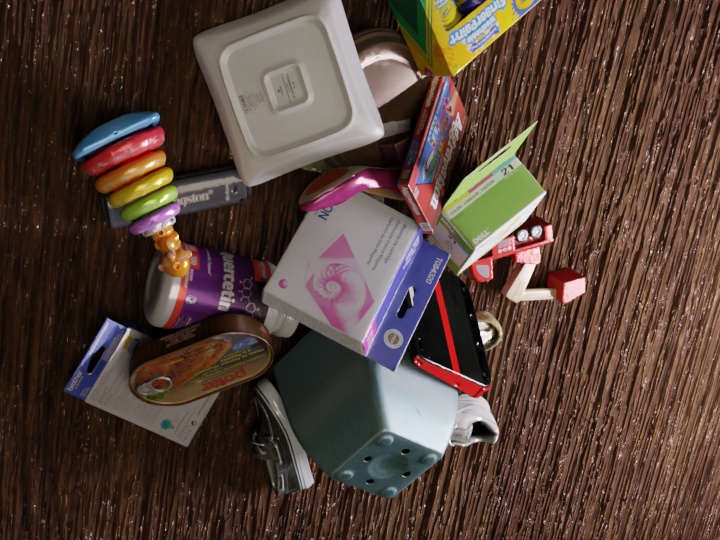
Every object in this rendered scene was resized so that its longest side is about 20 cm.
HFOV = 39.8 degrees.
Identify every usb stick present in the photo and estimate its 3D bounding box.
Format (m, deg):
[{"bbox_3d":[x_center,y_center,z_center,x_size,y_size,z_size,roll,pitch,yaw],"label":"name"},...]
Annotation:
[{"bbox_3d":[-0.238,-0.097,1.290,0.196,0.033,0.057,-13,113,-18],"label":"usb stick"}]

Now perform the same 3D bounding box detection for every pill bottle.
[{"bbox_3d":[-0.180,0.033,1.317,0.197,0.112,0.114,12,104,-26],"label":"pill bottle"}]

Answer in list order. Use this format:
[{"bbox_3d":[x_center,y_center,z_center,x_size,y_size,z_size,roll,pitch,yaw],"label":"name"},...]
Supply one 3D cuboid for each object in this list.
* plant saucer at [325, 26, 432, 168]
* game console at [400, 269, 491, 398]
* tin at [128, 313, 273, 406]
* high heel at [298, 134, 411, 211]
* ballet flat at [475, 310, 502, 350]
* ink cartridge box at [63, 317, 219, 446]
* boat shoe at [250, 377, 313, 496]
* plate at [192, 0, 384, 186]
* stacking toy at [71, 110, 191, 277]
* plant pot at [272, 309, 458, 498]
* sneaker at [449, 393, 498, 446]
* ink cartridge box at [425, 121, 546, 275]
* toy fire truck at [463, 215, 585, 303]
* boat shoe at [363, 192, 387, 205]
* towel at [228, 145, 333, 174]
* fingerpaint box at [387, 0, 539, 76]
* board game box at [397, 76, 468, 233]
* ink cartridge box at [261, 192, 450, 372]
[{"bbox_3d":[0.024,-0.217,1.319,0.197,0.029,0.204,-15,117,-32],"label":"plant saucer"},{"bbox_3d":[0.111,0.071,1.403,0.031,0.203,0.175,-35,137,30],"label":"game console"},{"bbox_3d":[-0.207,0.117,1.292,0.197,0.042,0.113,-21,135,10],"label":"tin"},{"bbox_3d":[0.009,-0.096,1.292,0.198,0.067,0.098,-30,114,-27],"label":"high heel"},{"bbox_3d":[0.125,0.104,1.497,0.196,0.071,0.072,-10,113,-19],"label":"ballet flat"},{"bbox_3d":[-0.291,0.148,1.355,0.198,0.042,0.120,30,96,-31],"label":"ink cartridge box"},{"bbox_3d":[-0.124,0.251,1.443,0.070,0.072,0.203,-26,119,-16],"label":"boat shoe"},{"bbox_3d":[-0.091,-0.228,1.243,0.196,0.032,0.203,-19,101,7],"label":"plate"},{"bbox_3d":[-0.259,-0.085,1.212,0.115,0.110,0.203,-27,99,-11],"label":"stacking toy"},{"bbox_3d":[0.018,0.189,1.364,0.195,0.202,0.196,27,123,-33],"label":"plant pot"},{"bbox_3d":[0.126,0.233,1.533,0.196,0.087,0.076,-1,112,-21],"label":"sneaker"},{"bbox_3d":[0.183,-0.094,1.358,0.147,0.200,0.076,-37,80,-20],"label":"ink cartridge box"},{"bbox_3d":[0.245,-0.005,1.515,0.196,0.049,0.144,-16,115,-17],"label":"toy fire truck"},{"bbox_3d":[0.008,-0.034,1.407,0.070,0.067,0.205,7,101,22],"label":"boat shoe"},{"bbox_3d":[-0.073,-0.207,1.315,0.196,0.036,0.151,8,105,-26],"label":"towel"},{"bbox_3d":[0.132,-0.378,1.288,0.200,0.073,0.169,-41,121,-22],"label":"fingerpaint box"},{"bbox_3d":[0.099,-0.162,1.332,0.103,0.019,0.203,57,43,-49],"label":"board game box"},{"bbox_3d":[0.000,0.000,1.301,0.197,0.043,0.198,26,62,3],"label":"ink cartridge box"}]
